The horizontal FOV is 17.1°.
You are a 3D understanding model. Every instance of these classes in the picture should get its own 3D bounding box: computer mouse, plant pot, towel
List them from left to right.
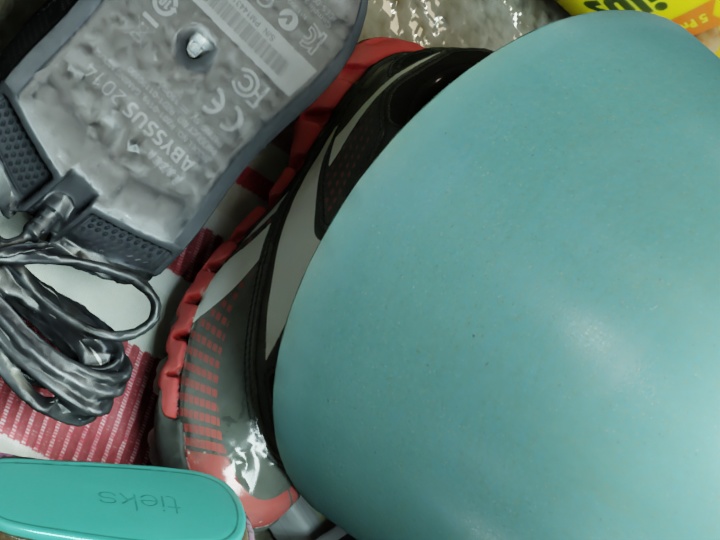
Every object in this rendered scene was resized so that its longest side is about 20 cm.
[{"bbox_3d":[-0.079,-0.060,0.781,0.139,0.053,0.200,49,66,-14],"label":"computer mouse"},{"bbox_3d":[-0.072,0.002,0.820,0.144,0.023,0.200,32,65,-29],"label":"towel"},{"bbox_3d":[0.099,0.044,0.743,0.201,0.161,0.201,-27,137,-28],"label":"plant pot"}]

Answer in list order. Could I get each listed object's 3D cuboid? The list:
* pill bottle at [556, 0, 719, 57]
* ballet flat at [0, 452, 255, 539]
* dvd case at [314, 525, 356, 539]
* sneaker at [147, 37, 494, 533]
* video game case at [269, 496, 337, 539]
[{"bbox_3d":[0.130,-0.140,0.990,0.200,0.109,0.109,37,61,-37],"label":"pill bottle"},{"bbox_3d":[-0.131,0.082,0.726,0.200,0.071,0.069,14,31,-22],"label":"ballet flat"},{"bbox_3d":[-0.010,0.160,0.781,0.200,0.150,0.025,-31,134,-35],"label":"dvd case"},{"bbox_3d":[0.000,0.000,0.801,0.071,0.098,0.200,43,61,-28],"label":"sneaker"},{"bbox_3d":[0.038,0.070,0.940,0.182,0.024,0.200,-50,121,-35],"label":"video game case"}]
